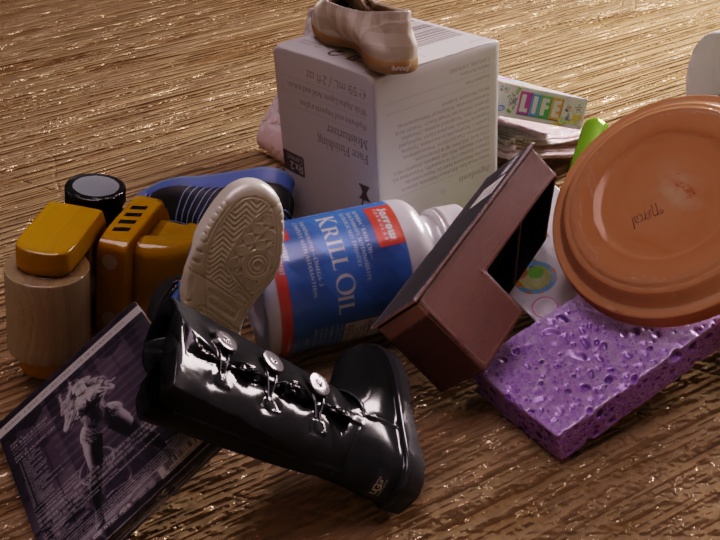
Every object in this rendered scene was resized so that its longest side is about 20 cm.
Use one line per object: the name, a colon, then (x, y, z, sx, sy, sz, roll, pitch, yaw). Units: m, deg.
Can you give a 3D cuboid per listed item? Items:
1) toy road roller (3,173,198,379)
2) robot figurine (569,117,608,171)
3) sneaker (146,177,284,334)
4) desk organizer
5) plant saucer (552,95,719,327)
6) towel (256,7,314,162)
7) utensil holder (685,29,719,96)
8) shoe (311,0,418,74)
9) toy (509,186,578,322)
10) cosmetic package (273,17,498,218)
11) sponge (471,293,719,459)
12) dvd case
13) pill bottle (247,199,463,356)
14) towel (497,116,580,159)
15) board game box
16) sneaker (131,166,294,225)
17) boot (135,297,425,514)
toy road roller: (-0.216, 0.006, 0.922, 0.143, 0.125, 0.201, 11, 30, 5)
robot figurine: (0.271, -0.072, 0.936, 0.174, 0.116, 0.200, 36, -3, -11)
sneaker: (-0.121, 0.010, 0.819, 0.076, 0.203, 0.111, 4, 23, -26)
desk organizer: (0.102, -0.004, 0.836, 0.200, 0.077, 0.072, -51, 8, -34)
plant saucer: (0.243, -0.053, 0.810, 0.198, 0.032, 0.203, -19, 53, 27)
towel: (-0.040, -0.209, 1.232, 0.032, 0.194, 0.199, 16, 11, -38)
utensil holder: (0.485, -0.198, 1.137, 0.197, 0.172, 0.170, -12, 29, -8)
shoe: (0.004, -0.236, 0.967, 0.069, 0.054, 0.200, -13, 30, -18)
toy: (0.174, 0.001, 0.927, 0.114, 0.048, 0.201, -28, 52, -14)
cosmetic package: (0.029, -0.134, 1.048, 0.163, 0.203, 0.164, -23, 33, -33)
sponge: (0.195, 0.059, 0.806, 0.198, 0.030, 0.111, -30, 36, -16)
dvd case: (-0.186, 0.118, 0.749, 0.148, 0.016, 0.200, -43, 38, -6)
pill bottle: (0.000, 0.000, 0.900, 0.197, 0.114, 0.112, -13, 29, -17)
towel: (0.148, -0.167, 1.202, 0.198, 0.033, 0.190, 21, 20, 35)
board game box: (0.136, -0.201, 1.148, 0.133, 0.035, 0.199, 3, 17, -35)
sneaker: (-0.160, -0.050, 1.067, 0.197, 0.070, 0.079, -10, 58, 24)
boot: (-0.058, 0.075, 0.717, 0.198, 0.066, 0.165, 24, 20, -24)
